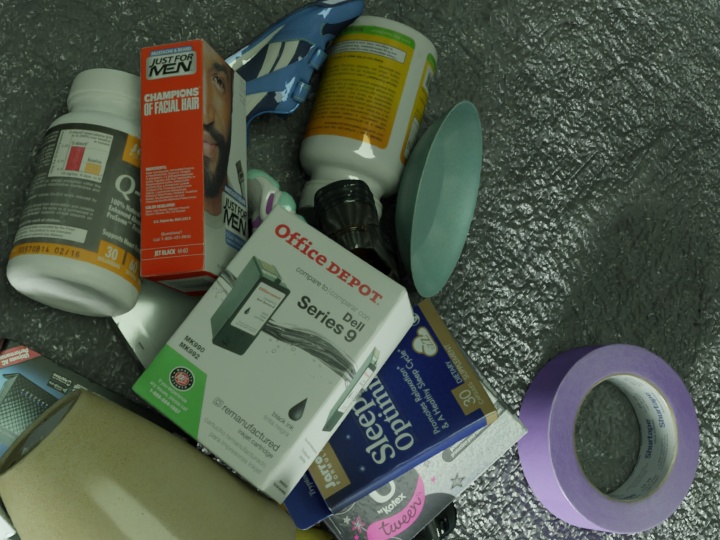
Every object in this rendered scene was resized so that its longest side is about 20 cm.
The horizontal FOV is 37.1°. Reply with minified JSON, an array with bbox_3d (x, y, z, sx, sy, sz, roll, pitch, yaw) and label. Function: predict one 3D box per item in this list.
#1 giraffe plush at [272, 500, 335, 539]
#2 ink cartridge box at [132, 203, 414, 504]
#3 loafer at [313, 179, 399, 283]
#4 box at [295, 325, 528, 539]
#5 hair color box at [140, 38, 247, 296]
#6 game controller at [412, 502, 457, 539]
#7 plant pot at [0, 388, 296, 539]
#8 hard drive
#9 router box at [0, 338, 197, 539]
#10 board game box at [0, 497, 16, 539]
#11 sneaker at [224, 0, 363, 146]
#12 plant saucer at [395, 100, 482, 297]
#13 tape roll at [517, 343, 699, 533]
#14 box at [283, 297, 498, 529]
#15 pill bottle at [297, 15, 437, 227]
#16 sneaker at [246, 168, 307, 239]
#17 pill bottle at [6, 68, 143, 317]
[{"bbox_3d":[-0.065,0.308,0.986,0.199,0.173,0.162,30,57,19],"label":"giraffe plush"},{"bbox_3d":[-0.069,0.067,0.903,0.145,0.084,0.201,33,77,17],"label":"ink cartridge box"},{"bbox_3d":[0.000,0.000,1.025,0.072,0.200,0.073,-17,56,7],"label":"loafer"},{"bbox_3d":[0.035,0.164,1.012,0.200,0.115,0.132,-40,94,-8],"label":"box"},{"bbox_3d":[-0.144,-0.086,0.946,0.063,0.111,0.202,-6,79,13],"label":"hair color box"},{"bbox_3d":[0.023,0.193,1.088,0.104,0.042,0.202,-23,91,-9],"label":"game controller"},{"bbox_3d":[-0.184,0.195,0.845,0.187,0.187,0.200,-46,106,-21],"label":"plant pot"},{"bbox_3d":[-0.140,0.023,1.043,0.199,0.026,0.133,-35,97,-23],"label":"hard drive"},{"bbox_3d":[-0.263,0.171,0.949,0.199,0.062,0.151,30,74,-17],"label":"router box"},{"bbox_3d":[-0.359,0.126,0.828,0.102,0.105,0.200,-27,53,-11],"label":"board game box"},{"bbox_3d":[-0.071,-0.198,1.051,0.199,0.074,0.083,-36,95,7],"label":"sneaker"},{"bbox_3d":[0.073,-0.074,1.088,0.038,0.201,0.203,13,74,21],"label":"plant saucer"},{"bbox_3d":[0.273,0.182,1.176,0.198,0.066,0.202,4,81,-23],"label":"tape roll"},{"bbox_3d":[0.005,0.125,0.934,0.199,0.032,0.122,-30,68,-3],"label":"box"},{"bbox_3d":[0.002,-0.141,1.078,0.110,0.111,0.202,21,75,-19],"label":"pill bottle"},{"bbox_3d":[-0.102,0.014,1.005,0.139,0.078,0.201,-27,82,-14],"label":"sneaker"},{"bbox_3d":[-0.235,-0.069,0.960,0.115,0.116,0.202,18,69,-20],"label":"pill bottle"}]
